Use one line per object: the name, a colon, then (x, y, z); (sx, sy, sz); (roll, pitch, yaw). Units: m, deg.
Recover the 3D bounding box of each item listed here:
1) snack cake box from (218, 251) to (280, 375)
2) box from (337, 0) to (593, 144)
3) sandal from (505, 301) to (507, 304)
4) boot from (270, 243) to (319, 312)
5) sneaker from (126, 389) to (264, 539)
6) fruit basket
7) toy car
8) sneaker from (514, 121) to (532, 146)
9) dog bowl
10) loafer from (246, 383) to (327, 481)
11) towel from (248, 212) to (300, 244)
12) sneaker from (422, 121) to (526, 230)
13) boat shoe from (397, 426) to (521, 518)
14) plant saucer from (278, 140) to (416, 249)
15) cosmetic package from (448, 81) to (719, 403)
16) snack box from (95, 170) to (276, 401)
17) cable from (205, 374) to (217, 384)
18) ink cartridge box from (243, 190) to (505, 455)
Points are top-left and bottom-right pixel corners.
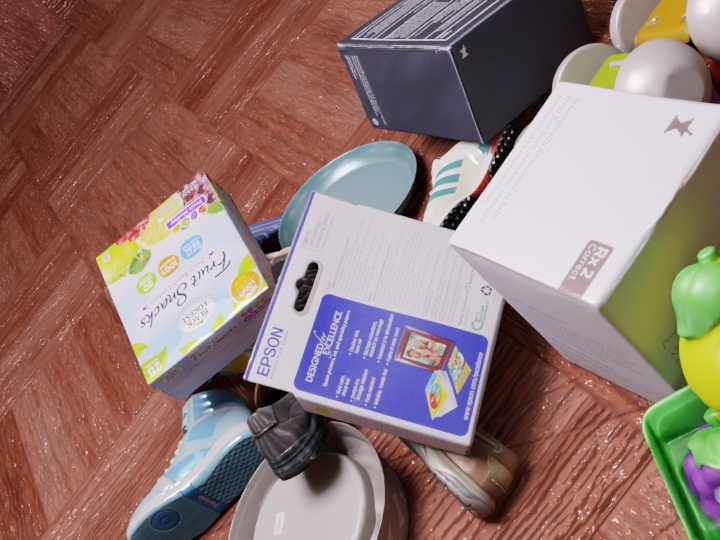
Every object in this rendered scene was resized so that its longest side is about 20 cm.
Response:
snack cake box: (-0.085, 0.043, 1.006); (0.199, 0.067, 0.116); (-11, 60, 23)
box: (0.118, -0.251, 1.006); (0.200, 0.124, 0.198); (-40, 32, -22)
sandal: (0.106, 0.013, 0.891); (0.211, 0.078, 0.070); (-40, 33, 2)
boot: (0.000, 0.000, 0.906); (0.077, 0.200, 0.139); (-11, 49, 37)
sneaker: (-0.195, 0.222, 1.029); (0.200, 0.080, 0.131); (-39, 39, 0)
fruit basket: (0.272, 0.083, 0.549); (0.215, 0.215, 0.156); (-34, 40, 21)
toy car: (0.283, -0.168, 0.790); (0.200, 0.150, 0.175); (-48, 19, -2)
sneaker: (0.181, -0.107, 0.892); (0.200, 0.076, 0.092); (-44, 16, -32)
dog bowl: (-0.039, 0.250, 0.854); (0.199, 0.059, 0.201); (-28, 42, 28)
loafer: (-0.073, 0.129, 0.900); (0.073, 0.072, 0.200); (-37, 14, 7)
towel: (-0.180, -0.016, 1.164); (0.144, 0.024, 0.200); (-13, 19, 47)
sneaker: (0.106, -0.079, 0.969); (0.093, 0.070, 0.200); (13, 65, 53)
boat shoe: (0.068, 0.136, 0.815); (0.072, 0.076, 0.200); (-44, 56, -5)
plant saucer: (-0.012, -0.082, 1.104); (0.199, 0.027, 0.201); (-24, 38, 20)
cosmetic package: (0.213, -0.013, 0.686); (0.165, 0.200, 0.165); (-54, 36, -7)
snack box: (-0.189, 0.014, 0.995); (0.168, 0.068, 0.200); (-39, 55, 5)
cable: (-0.197, 0.083, 1.146); (0.199, 0.051, 0.164); (-33, 42, 22)
ink cartridge box: (0.023, 0.042, 0.790); (0.198, 0.047, 0.199); (15, 63, 7)
